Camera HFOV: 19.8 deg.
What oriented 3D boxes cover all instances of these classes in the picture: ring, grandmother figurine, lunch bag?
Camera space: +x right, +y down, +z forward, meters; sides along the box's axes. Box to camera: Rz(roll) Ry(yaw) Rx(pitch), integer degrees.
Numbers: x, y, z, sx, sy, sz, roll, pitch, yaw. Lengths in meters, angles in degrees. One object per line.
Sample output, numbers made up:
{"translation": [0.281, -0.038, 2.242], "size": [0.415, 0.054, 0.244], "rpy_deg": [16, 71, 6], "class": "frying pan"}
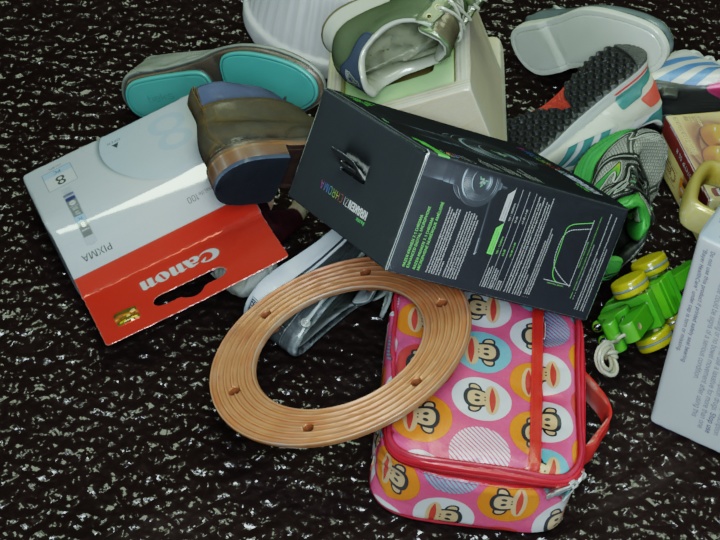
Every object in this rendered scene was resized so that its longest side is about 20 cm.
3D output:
{"translation": [-0.014, 0.060, 1.495], "size": [0.199, 0.019, 0.201], "rpy_deg": [-15, 37, 11], "class": "ring"}
{"translation": [-0.100, -0.051, 1.679], "size": [0.120, 0.061, 0.201], "rpy_deg": [-8, 40, -3], "class": "grandmother figurine"}
{"translation": [0.100, 0.100, 1.521], "size": [0.174, 0.082, 0.201], "rpy_deg": [9, 43, -3], "class": "lunch bag"}

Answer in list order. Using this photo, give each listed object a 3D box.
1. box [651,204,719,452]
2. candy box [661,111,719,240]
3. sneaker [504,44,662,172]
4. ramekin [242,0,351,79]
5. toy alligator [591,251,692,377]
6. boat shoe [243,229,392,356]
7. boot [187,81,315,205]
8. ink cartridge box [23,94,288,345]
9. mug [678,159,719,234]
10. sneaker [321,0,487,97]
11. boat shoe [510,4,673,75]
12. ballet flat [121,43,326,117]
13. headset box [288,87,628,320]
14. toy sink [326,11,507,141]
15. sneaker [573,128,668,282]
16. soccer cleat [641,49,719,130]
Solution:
{"translation": [0.337, 0.056, 1.519], "size": [0.199, 0.185, 0.105], "rpy_deg": [24, 42, 19], "class": "box"}
{"translation": [0.369, -0.087, 1.782], "size": [0.198, 0.056, 0.116], "rpy_deg": [-6, 44, -13], "class": "candy box"}
{"translation": [0.179, -0.103, 1.764], "size": [0.199, 0.094, 0.070], "rpy_deg": [-38, 35, -7], "class": "sneaker"}
{"translation": [-0.007, -0.271, 1.911], "size": [0.200, 0.095, 0.203], "rpy_deg": [4, 41, -4], "class": "ramekin"}
{"translation": [0.208, 0.038, 1.611], "size": [0.054, 0.060, 0.200], "rpy_deg": [-19, 12, 37], "class": "toy alligator"}
{"translation": [0.000, -0.002, 1.624], "size": [0.068, 0.074, 0.199], "rpy_deg": [38, 51, 24], "class": "boat shoe"}
{"translation": [-0.043, -0.109, 1.624], "size": [0.199, 0.075, 0.097], "rpy_deg": [-3, 52, -36], "class": "boot"}
{"translation": [-0.164, -0.044, 1.618], "size": [0.159, 0.048, 0.200], "rpy_deg": [-26, 40, -8], "class": "ink cartridge box"}
{"translation": [0.366, -0.031, 1.643], "size": [0.187, 0.149, 0.153], "rpy_deg": [51, 33, -13], "class": "mug"}
{"translation": [0.067, -0.206, 1.650], "size": [0.199, 0.067, 0.090], "rpy_deg": [-30, 42, 8], "class": "sneaker"}
{"translation": [0.215, -0.214, 1.837], "size": [0.062, 0.073, 0.199], "rpy_deg": [-37, 22, -26], "class": "boat shoe"}
{"translation": [-0.112, -0.169, 1.767], "size": [0.198, 0.068, 0.064], "rpy_deg": [-2, 31, 26], "class": "ballet flat"}
{"translation": [0.064, -0.052, 1.529], "size": [0.199, 0.094, 0.174], "rpy_deg": [14, 13, -30], "class": "headset box"}
{"translation": [0.048, -0.161, 1.746], "size": [0.129, 0.113, 0.201], "rpy_deg": [-14, 39, 15], "class": "toy sink"}
{"translation": [0.214, -0.048, 1.682], "size": [0.085, 0.078, 0.201], "rpy_deg": [-19, 28, 43], "class": "sneaker"}
{"translation": [0.321, -0.168, 1.857], "size": [0.198, 0.070, 0.087], "rpy_deg": [4, 41, -3], "class": "soccer cleat"}
